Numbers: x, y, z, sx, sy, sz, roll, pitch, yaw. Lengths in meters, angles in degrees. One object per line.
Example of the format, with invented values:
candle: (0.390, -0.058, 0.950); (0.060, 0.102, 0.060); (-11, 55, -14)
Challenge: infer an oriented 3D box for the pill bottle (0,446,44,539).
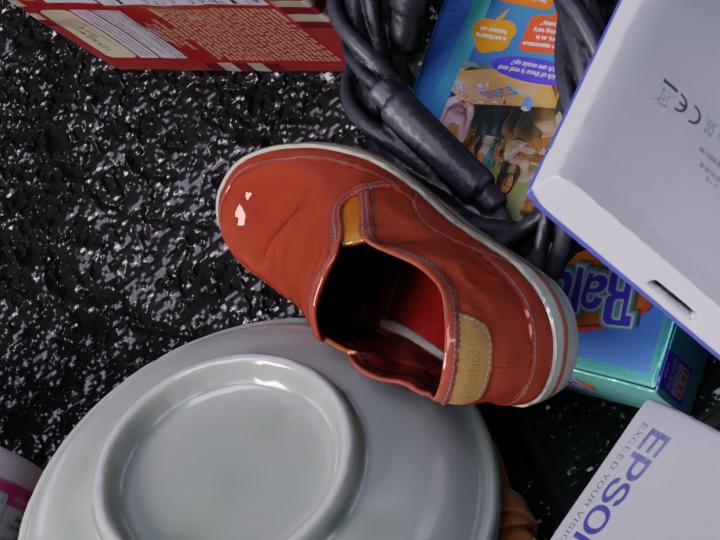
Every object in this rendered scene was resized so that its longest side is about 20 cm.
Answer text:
pill bottle: (-0.217, 0.163, 1.054); (0.113, 0.113, 0.201); (12, 77, 30)

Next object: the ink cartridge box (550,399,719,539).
ink cartridge box: (0.103, 0.156, 0.816); (0.200, 0.041, 0.200); (-55, 30, -5)

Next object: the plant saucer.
plant saucer: (-0.047, 0.088, 0.954); (0.199, 0.050, 0.201); (-10, 49, 12)

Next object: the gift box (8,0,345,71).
gift box: (-0.083, -0.203, 1.083); (0.199, 0.184, 0.187); (6, 76, 25)

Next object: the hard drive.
hard drive: (0.149, -0.065, 0.909); (0.025, 0.132, 0.200); (-29, 27, 53)

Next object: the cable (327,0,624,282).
cable: (0.046, -0.083, 0.963); (0.163, 0.051, 0.201); (-13, 81, 47)

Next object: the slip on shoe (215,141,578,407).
slip on shoe: (0.000, 0.000, 0.960); (0.200, 0.061, 0.074); (32, 121, 46)

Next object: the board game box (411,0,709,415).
board game box: (0.092, -0.053, 1.017); (0.152, 0.045, 0.201); (14, 78, 30)

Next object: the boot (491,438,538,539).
boot: (-0.004, 0.165, 0.974); (0.200, 0.074, 0.155); (-25, 59, 10)
